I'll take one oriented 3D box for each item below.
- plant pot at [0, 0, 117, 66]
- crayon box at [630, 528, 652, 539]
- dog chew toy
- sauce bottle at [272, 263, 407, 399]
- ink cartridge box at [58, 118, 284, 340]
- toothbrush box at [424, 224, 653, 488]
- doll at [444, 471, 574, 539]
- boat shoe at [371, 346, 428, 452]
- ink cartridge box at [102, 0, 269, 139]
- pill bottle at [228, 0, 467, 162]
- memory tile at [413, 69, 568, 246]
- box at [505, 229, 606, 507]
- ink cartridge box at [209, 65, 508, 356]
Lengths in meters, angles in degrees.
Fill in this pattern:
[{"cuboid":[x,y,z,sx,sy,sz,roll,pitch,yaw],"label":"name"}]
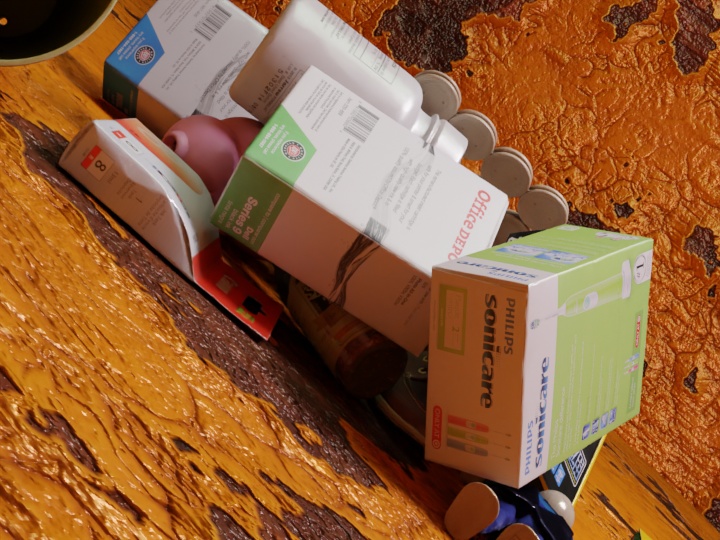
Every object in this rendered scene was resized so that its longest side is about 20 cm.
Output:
[{"cuboid":[-0.279,-0.240,1.020,0.187,0.188,0.200,40,-9,-12],"label":"plant pot"},{"cuboid":[0.298,0.320,1.149,0.172,0.058,0.200,43,6,8],"label":"crayon box"},{"cuboid":[-0.105,-0.082,1.192,0.199,0.125,0.125,23,18,-50],"label":"dog chew toy"},{"cuboid":[-0.033,0.022,1.097,0.066,0.066,0.200,34,12,-49],"label":"sauce bottle"},{"cuboid":[-0.129,-0.039,1.018,0.199,0.050,0.162,38,6,-3],"label":"ink cartridge box"},{"cuboid":[0.137,0.056,0.985,0.085,0.148,0.199,11,18,34],"label":"toothbrush box"},{"cuboid":[0.125,0.194,0.980,0.136,0.049,0.200,44,9,18],"label":"doll"},{"cuboid":[0.051,0.098,1.107,0.072,0.068,0.200,40,6,-15],"label":"boat shoe"},{"cuboid":[-0.149,-0.190,1.370,0.199,0.145,0.084,36,-24,2],"label":"ink cartridge box"},{"cuboid":[-0.008,-0.141,1.158,0.199,0.115,0.114,37,6,-9],"label":"pill bottle"},{"cuboid":[0.090,-0.090,1.244,0.200,0.153,0.017,44,46,-12],"label":"memory tile"},{"cuboid":[0.152,0.093,1.136,0.049,0.160,0.202,-5,-59,37],"label":"box"},{"cuboid":[0.003,-0.048,1.036,0.199,0.084,0.147,33,41,-2],"label":"ink cartridge box"}]
